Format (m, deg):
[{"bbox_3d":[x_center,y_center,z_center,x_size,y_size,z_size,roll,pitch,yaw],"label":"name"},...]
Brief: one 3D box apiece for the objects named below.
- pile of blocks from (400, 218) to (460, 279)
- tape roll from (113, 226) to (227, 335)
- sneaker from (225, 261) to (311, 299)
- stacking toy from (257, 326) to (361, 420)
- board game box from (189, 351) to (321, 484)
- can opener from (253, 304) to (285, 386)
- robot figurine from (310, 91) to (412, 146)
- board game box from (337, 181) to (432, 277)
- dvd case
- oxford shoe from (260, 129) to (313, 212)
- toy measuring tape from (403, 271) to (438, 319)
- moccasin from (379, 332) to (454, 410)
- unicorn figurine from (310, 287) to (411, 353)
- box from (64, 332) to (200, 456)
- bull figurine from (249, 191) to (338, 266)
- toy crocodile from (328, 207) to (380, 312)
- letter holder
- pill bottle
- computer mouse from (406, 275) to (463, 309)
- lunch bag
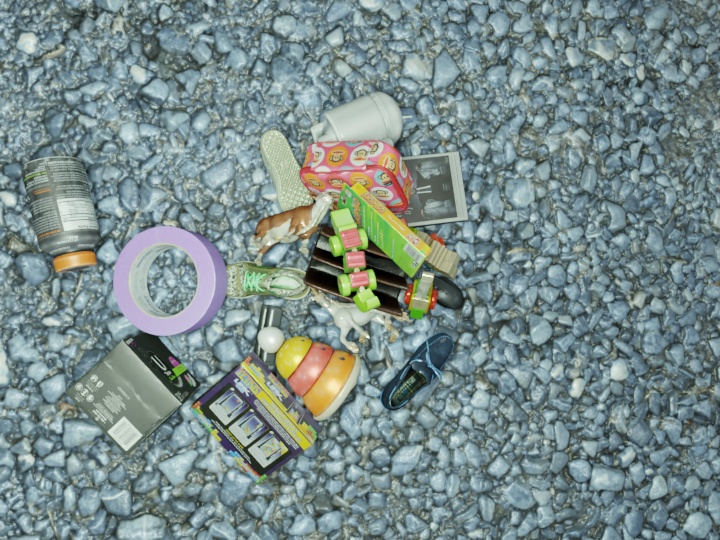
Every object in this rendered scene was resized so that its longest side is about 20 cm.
[{"bbox_3d":[0.126,-0.055,1.113,0.199,0.082,0.062,31,83,-21],"label":"pile of blocks"},{"bbox_3d":[-0.357,0.020,1.018,0.198,0.066,0.202,0,87,6],"label":"tape roll"},{"bbox_3d":[-0.192,0.019,1.055,0.198,0.089,0.078,0,87,-8],"label":"sneaker"},{"bbox_3d":[-0.111,0.175,1.025,0.199,0.146,0.147,36,83,-9],"label":"stacking toy"},{"bbox_3d":[-0.200,0.281,1.022,0.165,0.057,0.200,-39,94,21],"label":"board game box"},{"bbox_3d":[-0.178,0.172,1.078,0.067,0.053,0.202,12,84,-40],"label":"can opener"},{"bbox_3d":[0.001,-0.288,1.087,0.199,0.113,0.170,-24,57,-8],"label":"robot figurine"},{"bbox_3d":[0.039,-0.078,0.987,0.200,0.096,0.030,41,66,7],"label":"board game box"},{"bbox_3d":[0.123,-0.168,1.144,0.198,0.025,0.152,-8,88,-9],"label":"dvd case"},{"bbox_3d":[-0.149,-0.186,1.091,0.075,0.058,0.201,-26,106,-15],"label":"oxford shoe"},{"bbox_3d":[0.123,0.033,1.057,0.073,0.200,0.074,1,61,-1],"label":"toy measuring tape"},{"bbox_3d":[0.127,0.214,1.103,0.080,0.068,0.200,41,82,-5],"label":"moccasin"},{"bbox_3d":[-0.009,0.091,1.076,0.199,0.138,0.074,0,131,-36],"label":"unicorn figurine"},{"bbox_3d":[-0.392,0.208,0.959,0.124,0.200,0.149,-42,94,-7],"label":"box"},{"bbox_3d":[-0.131,-0.082,1.029,0.065,0.199,0.122,51,39,-29],"label":"bull figurine"},{"bbox_3d":[-0.012,-0.020,0.972,0.067,0.062,0.202,-10,75,-13],"label":"toy crocodile"},{"bbox_3d":[0.000,0.000,1.043,0.198,0.142,0.101,19,103,-5],"label":"letter holder"},{"bbox_3d":[-0.548,-0.100,0.998,0.105,0.106,0.202,-13,89,-9],"label":"pill bottle"},{"bbox_3d":[0.133,0.019,1.132,0.199,0.034,0.059,30,84,-6],"label":"computer mouse"},{"bbox_3d":[-0.002,-0.171,1.042,0.198,0.176,0.083,5,67,26],"label":"lunch bag"}]
